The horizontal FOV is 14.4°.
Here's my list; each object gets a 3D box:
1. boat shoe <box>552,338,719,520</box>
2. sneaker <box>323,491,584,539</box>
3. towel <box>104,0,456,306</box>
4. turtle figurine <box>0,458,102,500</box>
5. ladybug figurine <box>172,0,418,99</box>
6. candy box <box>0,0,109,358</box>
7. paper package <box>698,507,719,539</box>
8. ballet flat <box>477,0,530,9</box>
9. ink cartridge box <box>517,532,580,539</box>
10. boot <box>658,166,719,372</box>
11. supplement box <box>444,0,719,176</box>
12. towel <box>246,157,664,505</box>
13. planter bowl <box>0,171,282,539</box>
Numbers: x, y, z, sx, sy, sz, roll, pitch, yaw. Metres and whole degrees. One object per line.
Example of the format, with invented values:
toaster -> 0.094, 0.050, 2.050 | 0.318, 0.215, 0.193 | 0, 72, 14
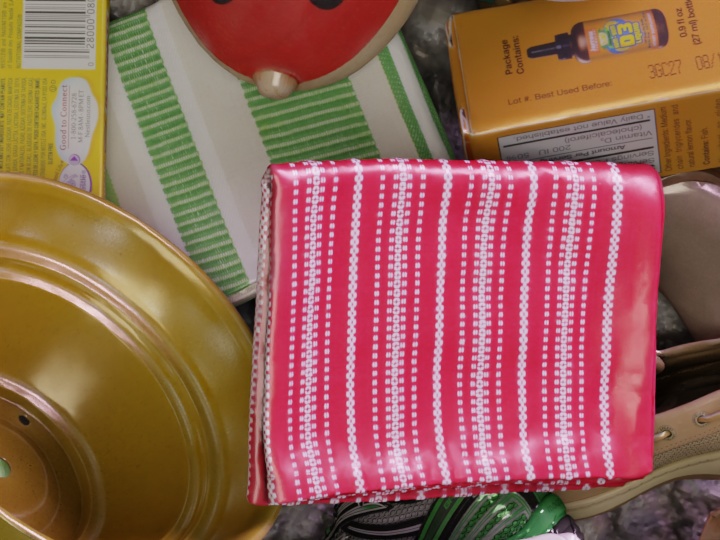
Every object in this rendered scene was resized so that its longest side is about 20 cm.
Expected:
boat shoe -> 0.123, 0.062, 1.299 | 0.199, 0.071, 0.065 | -13, 123, 20
sneaker -> 0.010, 0.130, 1.314 | 0.199, 0.078, 0.086 | -29, 88, 31
towel -> -0.065, -0.055, 1.286 | 0.199, 0.023, 0.153 | -25, 74, 9
turtle figurine -> -0.182, 0.108, 1.275 | 0.144, 0.199, 0.195 | -41, 76, 36
ladybug figurine -> -0.028, -0.176, 1.244 | 0.135, 0.072, 0.202 | 1, 83, 7
candy box -> -0.164, -0.060, 1.277 | 0.101, 0.026, 0.202 | 0, 78, 2
paper package -> 0.215, 0.210, 1.283 | 0.103, 0.199, 0.192 | 30, 105, 38
ballet flat -> 0.152, -0.134, 1.283 | 0.198, 0.063, 0.069 | -12, 97, 2
ink cartridge box -> 0.028, 0.195, 1.232 | 0.144, 0.200, 0.085 | -9, 64, -4
boot -> 0.167, 0.006, 1.315 | 0.199, 0.070, 0.147 | -12, 113, 13
supplement box -> 0.140, -0.086, 1.248 | 0.198, 0.069, 0.067 | -8, 58, 2
towel -> 0.044, 0.026, 1.201 | 0.199, 0.022, 0.146 | -1, 97, -32
planter bowl -> -0.133, 0.062, 1.184 | 0.200, 0.201, 0.083 | 39, 126, -8
